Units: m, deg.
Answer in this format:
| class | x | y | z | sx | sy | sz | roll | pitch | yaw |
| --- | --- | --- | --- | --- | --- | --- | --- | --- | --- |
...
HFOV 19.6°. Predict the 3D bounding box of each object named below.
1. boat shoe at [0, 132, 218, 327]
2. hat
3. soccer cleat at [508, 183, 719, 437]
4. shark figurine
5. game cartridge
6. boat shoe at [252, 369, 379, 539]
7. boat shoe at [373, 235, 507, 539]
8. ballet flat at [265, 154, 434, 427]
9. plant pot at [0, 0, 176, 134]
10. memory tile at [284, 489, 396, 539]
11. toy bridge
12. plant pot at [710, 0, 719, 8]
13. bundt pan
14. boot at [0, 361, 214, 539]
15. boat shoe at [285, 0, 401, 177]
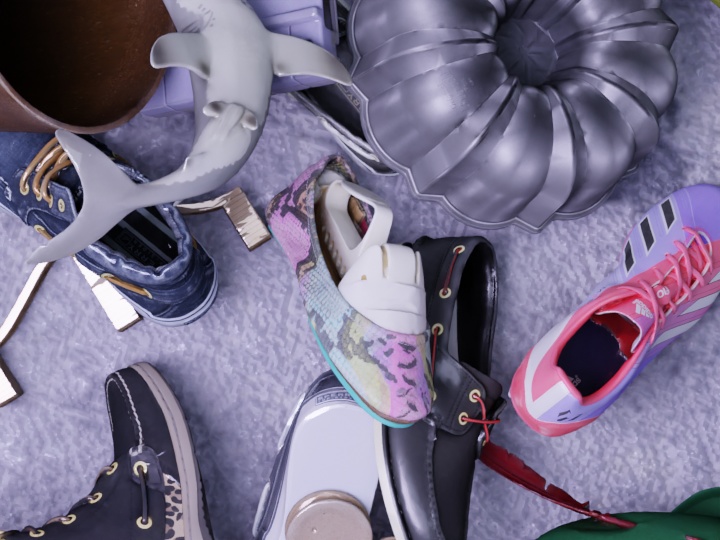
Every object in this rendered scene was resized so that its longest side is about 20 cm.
| class | x | y | z | sx | sy | sz | roll | pitch | yaw |
| --- | --- | --- | --- | --- | --- | --- | --- | --- | --- |
| boat shoe | -0.163 | -0.051 | 1.190 | 0.200 | 0.091 | 0.071 | 37 | 77 | 14 |
| hat | 0.104 | 0.164 | 1.169 | 0.176 | 0.200 | 0.166 | 26 | 79 | -14 |
| soccer cleat | 0.163 | 0.019 | 1.201 | 0.067 | 0.076 | 0.200 | 47 | 67 | 0 |
| shark figurine | -0.089 | -0.069 | 1.116 | 0.128 | 0.090 | 0.215 | 25 | 47 | -6 |
| game cartridge | -0.080 | -0.195 | 1.196 | 0.129 | 0.038 | 0.201 | -9 | 80 | 20 |
| boat shoe | -0.032 | 0.154 | 1.227 | 0.072 | 0.068 | 0.201 | 8 | 110 | -8 |
| boat shoe | 0.048 | 0.072 | 1.190 | 0.063 | 0.074 | 0.202 | -9 | 63 | 23 |
| ballet flat | 0.000 | 0.000 | 1.169 | 0.069 | 0.200 | 0.071 | 16 | 119 | -32 |
| plant pot | -0.236 | -0.157 | 1.160 | 0.200 | 0.187 | 0.188 | -6 | 91 | 33 |
| memory tile | 0.006 | 0.230 | 1.213 | 0.200 | 0.017 | 0.153 | 39 | 103 | -16 |
| toy bridge | -0.154 | 0.005 | 1.241 | 0.200 | 0.027 | 0.067 | -32 | 88 | -1 |
| plant pot | 0.234 | -0.230 | 1.179 | 0.193 | 0.200 | 0.201 | 30 | 90 | 11 |
| bundt pan | 0.097 | -0.126 | 1.192 | 0.201 | 0.076 | 0.203 | 3 | 79 | -18 |
| boot | -0.164 | 0.146 | 1.172 | 0.150 | 0.073 | 0.200 | -6 | 60 | -17 |
| boat shoe | -0.031 | -0.139 | 1.224 | 0.071 | 0.064 | 0.200 | -45 | 91 | -1 |
